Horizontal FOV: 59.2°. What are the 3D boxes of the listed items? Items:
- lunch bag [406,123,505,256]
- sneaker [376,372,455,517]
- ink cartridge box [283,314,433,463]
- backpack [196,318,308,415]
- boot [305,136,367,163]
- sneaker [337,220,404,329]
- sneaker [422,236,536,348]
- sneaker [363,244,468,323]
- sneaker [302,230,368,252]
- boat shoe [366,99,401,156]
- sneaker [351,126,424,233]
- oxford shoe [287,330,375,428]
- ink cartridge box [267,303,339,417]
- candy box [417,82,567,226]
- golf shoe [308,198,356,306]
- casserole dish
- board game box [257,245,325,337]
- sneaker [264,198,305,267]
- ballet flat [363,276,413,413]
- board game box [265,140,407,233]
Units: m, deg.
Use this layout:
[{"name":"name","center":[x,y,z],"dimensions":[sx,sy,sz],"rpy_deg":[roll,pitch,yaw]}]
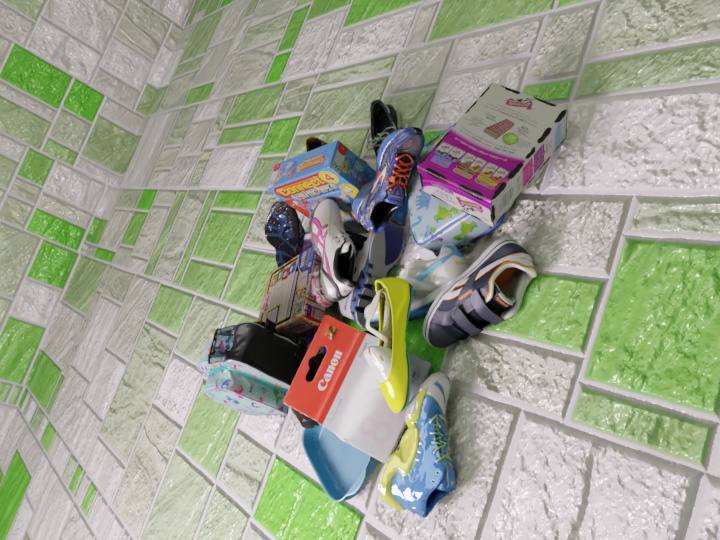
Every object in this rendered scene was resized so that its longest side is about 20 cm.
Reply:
[{"name":"lunch bag","center":[0.155,-0.133,1.043],"dimensions":[0.160,0.082,0.203],"rpy_deg":[-34,46,35]},{"name":"sneaker","center":[0.105,0.252,0.897],"dimensions":[0.104,0.075,0.203],"rpy_deg":[22,86,35]},{"name":"ink cartridge box","center":[-0.008,0.177,0.983],"dimensions":[0.197,0.057,0.165],"rpy_deg":[25,80,11]},{"name":"backpack","center":[-0.200,0.176,1.142],"dimensions":[0.198,0.176,0.153],"rpy_deg":[-7,58,54]},{"name":"boot","center":[-0.053,-0.222,1.287],"dimensions":[0.074,0.153,0.200],"rpy_deg":[-57,33,6]},{"name":"sneaker","center":[0.000,0.001,1.153],"dimensions":[0.114,0.080,0.203],"rpy_deg":[6,75,49]},{"name":"sneaker","center":[0.171,0.046,0.918],"dimensions":[0.201,0.078,0.080],"rpy_deg":[-51,33,14]},{"name":"sneaker","center":[0.087,0.029,1.021],"dimensions":[0.198,0.076,0.082],"rpy_deg":[-27,69,27]},{"name":"sneaker","center":[-0.051,-0.029,1.254],"dimensions":[0.199,0.075,0.089],"rpy_deg":[-2,76,58]},{"name":"boat shoe","center":[0.051,-0.260,1.263],"dimensions":[0.074,0.061,0.203],"rpy_deg":[-27,50,36]},{"name":"sneaker","center":[0.056,-0.146,1.060],"dimensions":[0.202,0.074,0.079],"rpy_deg":[-63,35,30]},{"name":"oxford shoe","center":[-0.042,0.165,1.064],"dimensions":[0.200,0.085,0.072],"rpy_deg":[-45,31,-25]},{"name":"ink cartridge box","center":[-0.114,0.157,1.228],"dimensions":[0.199,0.043,0.201],"rpy_deg":[-39,42,28]},{"name":"candy box","center":[0.197,-0.177,0.942],"dimensions":[0.135,0.061,0.200],"rpy_deg":[31,70,31]},{"name":"golf shoe","center":[-0.039,-0.041,1.117],"dimensions":[0.091,0.072,0.204],"rpy_deg":[-27,58,39]},{"name":"casserole dish","center":[-0.032,0.290,1.052],"dimensions":[0.122,0.038,0.200],"rpy_deg":[-56,38,10]},{"name":"board game box","center":[-0.130,0.052,1.221],"dimensions":[0.199,0.046,0.154],"rpy_deg":[-27,47,50]},{"name":"sneaker","center":[-0.154,-0.081,1.325],"dimensions":[0.202,0.074,0.078],"rpy_deg":[91,-176,-51]},{"name":"ballet flat","center":[0.038,0.104,0.935],"dimensions":[0.067,0.066,0.204],"rpy_deg":[-34,47,59]},{"name":"board game box","center":[-0.044,-0.145,1.195],"dimensions":[0.198,0.195,0.057],"rpy_deg":[-8,57,48]}]
